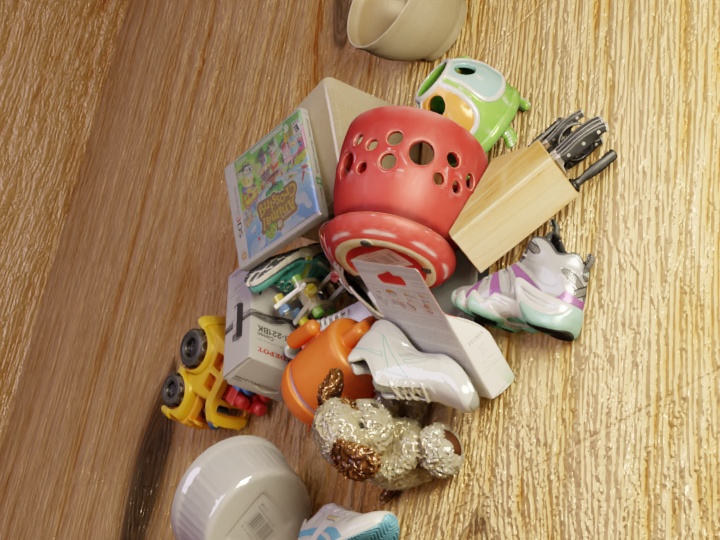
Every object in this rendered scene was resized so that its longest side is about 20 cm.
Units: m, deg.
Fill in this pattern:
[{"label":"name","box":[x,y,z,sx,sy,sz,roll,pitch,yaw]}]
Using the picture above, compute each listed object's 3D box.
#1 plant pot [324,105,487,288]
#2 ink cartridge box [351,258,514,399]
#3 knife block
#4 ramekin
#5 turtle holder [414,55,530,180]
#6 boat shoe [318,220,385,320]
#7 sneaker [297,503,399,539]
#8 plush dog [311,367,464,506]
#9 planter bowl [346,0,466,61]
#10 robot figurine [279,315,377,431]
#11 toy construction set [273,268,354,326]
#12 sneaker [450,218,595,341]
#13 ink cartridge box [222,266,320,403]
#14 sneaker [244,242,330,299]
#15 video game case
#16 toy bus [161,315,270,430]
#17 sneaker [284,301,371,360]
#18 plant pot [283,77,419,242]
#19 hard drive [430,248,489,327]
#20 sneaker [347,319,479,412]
[{"label":"plant pot","box":[0.056,-0.083,1.286,0.199,0.198,0.186,-18,51,52]},{"label":"ink cartridge box","box":[0.088,0.060,1.225,0.050,0.202,0.160,-38,22,-22]},{"label":"knife block","box":[0.217,-0.102,1.188,0.174,0.064,0.201,-14,36,53]},{"label":"ramekin","box":[-0.167,0.354,1.432,0.097,0.199,0.204,26,92,52]},{"label":"turtle holder","box":[0.153,-0.235,1.365,0.187,0.131,0.140,-57,16,-25]},{"label":"boat shoe","box":[0.000,0.000,1.380,0.071,0.062,0.201,-46,63,15]},{"label":"sneaker","box":[-0.023,0.350,1.319,0.199,0.076,0.082,-34,41,40]},{"label":"plush dog","box":[0.011,0.215,1.256,0.162,0.170,0.201,-56,33,17]},{"label":"planter bowl","box":[0.088,-0.425,1.604,0.199,0.133,0.203,-37,41,40]},{"label":"robot figurine","box":[-0.039,0.147,1.423,0.200,0.143,0.118,-43,31,29]},{"label":"toy construction set","box":[-0.031,0.011,1.510,0.198,0.130,0.094,-30,77,35]},{"label":"sneaker","box":[0.204,0.002,1.198,0.198,0.077,0.142,10,76,48]},{"label":"ink cartridge box","box":[-0.142,0.097,1.607,0.083,0.143,0.203,-37,42,39]},{"label":"sneaker","box":[-0.107,0.008,1.585,0.076,0.199,0.081,-15,93,36]},{"label":"video game case","box":[-0.135,-0.122,1.517,0.199,0.022,0.185,-31,62,38]},{"label":"toy bus","box":[-0.234,0.210,1.716,0.191,0.134,0.203,37,104,43]},{"label":"sneaker","box":[-0.032,0.096,1.491,0.199,0.080,0.078,-40,45,36]},{"label":"plant pot","box":[-0.022,-0.146,1.553,0.199,0.197,0.180,-38,50,38]},{"label":"hard drive","box":[0.124,0.001,1.360,0.139,0.032,0.204,-24,51,49]},{"label":"sneaker","box":[0.064,0.135,1.225,0.080,0.071,0.199,-39,42,-25]}]
